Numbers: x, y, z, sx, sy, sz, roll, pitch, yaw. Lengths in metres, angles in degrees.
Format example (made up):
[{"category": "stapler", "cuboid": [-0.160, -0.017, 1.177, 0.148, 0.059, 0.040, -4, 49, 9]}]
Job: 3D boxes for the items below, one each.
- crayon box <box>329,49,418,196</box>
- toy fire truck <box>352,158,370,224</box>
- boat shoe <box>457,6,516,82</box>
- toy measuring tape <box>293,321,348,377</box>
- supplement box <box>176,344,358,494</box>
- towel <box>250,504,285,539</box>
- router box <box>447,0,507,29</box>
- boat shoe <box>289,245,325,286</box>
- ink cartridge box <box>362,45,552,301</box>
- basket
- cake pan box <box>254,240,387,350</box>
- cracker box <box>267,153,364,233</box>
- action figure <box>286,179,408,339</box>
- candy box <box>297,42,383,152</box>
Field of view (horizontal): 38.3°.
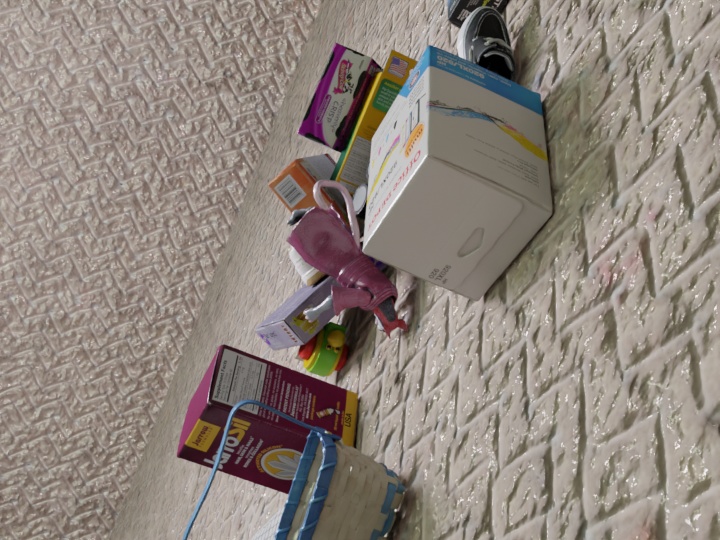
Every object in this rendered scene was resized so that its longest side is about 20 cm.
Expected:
[{"category": "crayon box", "cuboid": [0.053, -0.184, 1.418, 0.052, 0.125, 0.201, -135, 68, -75]}, {"category": "toy fire truck", "cuboid": [0.071, -0.110, 1.289, 0.177, 0.128, 0.200, -65, 26, 11]}, {"category": "boat shoe", "cuboid": [0.155, -0.245, 1.236, 0.068, 0.071, 0.201, 130, 154, -57]}, {"category": "toy measuring tape", "cuboid": [-0.067, 0.130, 1.531, 0.200, 0.073, 0.074, 140, 148, -62]}, {"category": "supplement box", "cuboid": [-0.119, 0.201, 1.349, 0.103, 0.199, 0.131, -83, 19, -47]}, {"category": "towel", "cuboid": [-0.095, 0.391, 1.231, 0.166, 0.085, 0.201, -49, 22, 49]}, {"category": "router box", "cuboid": [0.189, -0.441, 1.414, 0.150, 0.062, 0.200, -87, 23, -48]}, {"category": "boat shoe", "cuboid": [-0.066, -0.035, 1.512, 0.071, 0.069, 0.200, -40, 6, 8]}, {"category": "ink cartridge box", "cuboid": [0.099, -0.103, 1.088, 0.147, 0.144, 0.201, -56, 20, 39]}, {"category": "basket", "cuboid": [-0.068, 0.248, 1.082, 0.177, 0.199, 0.139, -68, 14, -1]}, {"category": "cake pan box", "cuboid": [-0.058, 0.037, 1.511, 0.184, 0.052, 0.200, -41, 6, -20]}, {"category": "cracker box", "cuboid": [-0.046, -0.097, 1.488, 0.058, 0.134, 0.200, -40, -1, 15]}, {"category": "action figure", "cuboid": [0.000, 0.000, 1.308, 0.134, 0.200, 0.149, -12, -37, -53]}, {"category": "candy box", "cuboid": [-0.017, -0.238, 1.492, 0.137, 0.061, 0.200, -66, -8, 7]}]
